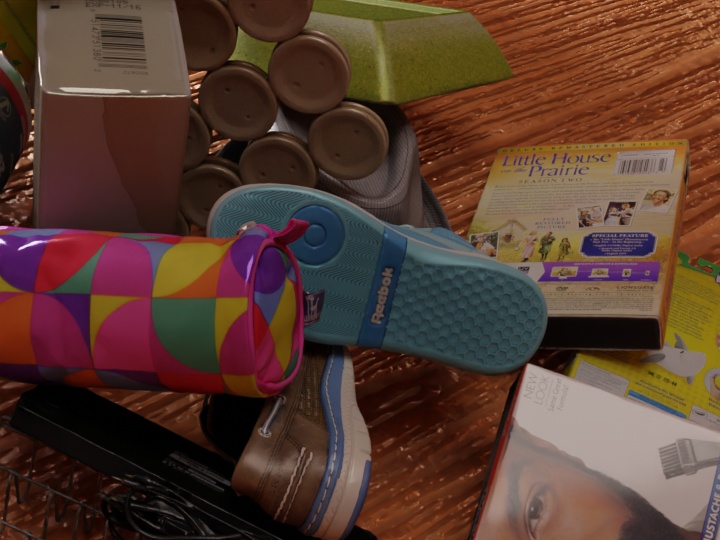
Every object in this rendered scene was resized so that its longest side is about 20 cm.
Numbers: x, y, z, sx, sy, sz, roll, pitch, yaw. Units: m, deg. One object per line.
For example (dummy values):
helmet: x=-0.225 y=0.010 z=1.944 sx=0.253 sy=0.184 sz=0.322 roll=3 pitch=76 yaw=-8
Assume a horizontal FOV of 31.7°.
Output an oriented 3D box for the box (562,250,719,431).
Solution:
box: x=0.200 y=0.059 z=0.831 sx=0.116 sy=0.049 sz=0.201 roll=24 pitch=47 yaw=9

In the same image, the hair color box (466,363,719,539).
hair color box: x=0.165 y=0.141 z=0.697 sx=0.197 sy=0.064 sz=0.112 roll=18 pitch=71 yaw=4

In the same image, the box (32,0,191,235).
box: x=-0.148 y=-0.048 z=0.724 sx=0.076 sy=0.202 sz=0.096 roll=-1 pitch=46 yaw=-16

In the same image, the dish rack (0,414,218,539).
dish rack: x=-0.162 y=0.155 z=0.626 sx=0.197 sy=0.055 sz=0.154 roll=23 pitch=45 yaw=4

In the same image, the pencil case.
pencil case: x=-0.119 y=0.018 z=0.636 sx=0.197 sy=0.089 sz=0.089 roll=0 pitch=40 yaw=19

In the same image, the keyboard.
keyboard: x=-0.090 y=0.118 z=0.631 sx=0.198 sy=0.040 sz=0.104 roll=25 pitch=8 yaw=7

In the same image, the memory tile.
memory tile: x=-0.093 y=-0.094 z=0.769 sx=0.198 sy=0.154 sz=0.017 roll=-19 pitch=30 yaw=23

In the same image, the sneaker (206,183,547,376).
sneaker: x=0.000 y=0.000 z=0.737 sx=0.197 sy=0.081 sz=0.131 roll=22 pitch=5 yaw=-14

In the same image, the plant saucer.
plant saucer: x=-0.013 y=-0.167 z=0.907 sx=0.197 sy=0.049 sz=0.199 roll=15 pitch=20 yaw=28

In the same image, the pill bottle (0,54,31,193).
pill bottle: x=-0.279 y=-0.045 z=0.743 sx=0.118 sy=0.121 sz=0.202 roll=14 pitch=44 yaw=-2

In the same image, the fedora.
fedora: x=-0.014 y=-0.059 z=0.853 sx=0.174 sy=0.091 sz=0.202 roll=-2 pitch=47 yaw=-18

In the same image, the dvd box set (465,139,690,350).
dvd box set: x=0.144 y=-0.022 z=0.863 sx=0.144 sy=0.030 sz=0.201 roll=-1 pitch=37 yaw=21

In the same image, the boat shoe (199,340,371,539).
boat shoe: x=-0.045 y=0.071 z=0.675 sx=0.071 sy=0.073 sz=0.200 roll=21 pitch=8 yaw=-15

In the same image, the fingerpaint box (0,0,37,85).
fingerpaint box: x=-0.151 y=-0.192 z=0.754 sx=0.165 sy=0.200 sz=0.074 roll=-26 pitch=84 yaw=-5

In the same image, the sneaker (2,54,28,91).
sneaker: x=-0.214 y=-0.136 z=0.905 sx=0.081 sy=0.075 sz=0.201 roll=-24 pitch=52 yaw=-6
